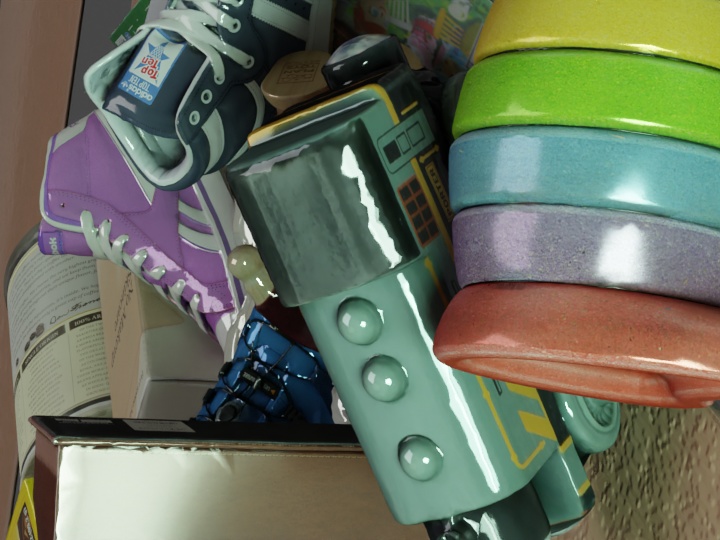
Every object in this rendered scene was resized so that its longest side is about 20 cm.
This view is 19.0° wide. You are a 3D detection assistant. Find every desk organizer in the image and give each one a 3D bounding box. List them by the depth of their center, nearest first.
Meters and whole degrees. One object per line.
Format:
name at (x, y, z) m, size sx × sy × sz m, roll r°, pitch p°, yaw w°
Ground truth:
desk organizer at (-0.040, 0.107, 0.915) m, size 0.072 × 0.198 × 0.078 m, roll -169°, pitch 83°, yaw -73°

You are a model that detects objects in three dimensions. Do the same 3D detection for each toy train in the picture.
toy train at (0.025, 0.016, 0.773) m, size 0.085 × 0.114 × 0.201 m, roll -16°, pitch 102°, yaw 31°

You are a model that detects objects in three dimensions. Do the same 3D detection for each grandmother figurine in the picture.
grandmother figurine at (0.000, 0.000, 0.968) m, size 0.061 × 0.120 × 0.201 m, roll -64°, pitch -31°, yaw -54°

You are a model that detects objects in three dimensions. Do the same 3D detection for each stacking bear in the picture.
stacking bear at (0.089, -0.063, 0.701) m, size 0.121 × 0.113 × 0.202 m, roll 163°, pitch 115°, yaw -72°

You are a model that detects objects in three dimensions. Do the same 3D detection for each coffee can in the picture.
coffee can at (-0.158, 0.071, 1.416) m, size 0.201 × 0.145 × 0.147 m, roll -104°, pitch 25°, yaw -48°

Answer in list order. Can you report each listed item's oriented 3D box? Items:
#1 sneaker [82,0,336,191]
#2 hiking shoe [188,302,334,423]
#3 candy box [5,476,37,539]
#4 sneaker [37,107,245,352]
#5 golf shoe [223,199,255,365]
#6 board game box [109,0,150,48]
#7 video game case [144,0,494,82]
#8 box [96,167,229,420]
sneaker at (-0.064, -0.127, 0.930) m, size 0.070 × 0.108 × 0.201 m, roll 27°, pitch 132°, yaw 32°
hiking shoe at (-0.047, 0.078, 1.044) m, size 0.087 × 0.074 × 0.201 m, roll -20°, pitch -48°, yaw -58°
candy box at (-0.139, 0.211, 1.048) m, size 0.102 × 0.026 × 0.201 m, roll 113°, pitch 143°, yaw -55°
sneaker at (-0.117, -0.006, 1.212) m, size 0.073 × 0.114 × 0.201 m, roll 80°, pitch 166°, yaw -59°
golf shoe at (-0.024, 0.020, 1.114) m, size 0.091 × 0.075 × 0.202 m, roll -25°, pitch 65°, yaw 59°
board game box at (-0.075, -0.191, 1.273) m, size 0.134 × 0.029 × 0.200 m, roll -43°, pitch 7°, yaw -16°
video game case at (-0.015, -0.110, 0.992) m, size 0.200 × 0.022 × 0.183 m, roll 42°, pitch 138°, yaw 18°
box at (-0.107, 0.030, 1.286) m, size 0.201 × 0.077 × 0.095 m, roll -104°, pitch 25°, yaw -49°
